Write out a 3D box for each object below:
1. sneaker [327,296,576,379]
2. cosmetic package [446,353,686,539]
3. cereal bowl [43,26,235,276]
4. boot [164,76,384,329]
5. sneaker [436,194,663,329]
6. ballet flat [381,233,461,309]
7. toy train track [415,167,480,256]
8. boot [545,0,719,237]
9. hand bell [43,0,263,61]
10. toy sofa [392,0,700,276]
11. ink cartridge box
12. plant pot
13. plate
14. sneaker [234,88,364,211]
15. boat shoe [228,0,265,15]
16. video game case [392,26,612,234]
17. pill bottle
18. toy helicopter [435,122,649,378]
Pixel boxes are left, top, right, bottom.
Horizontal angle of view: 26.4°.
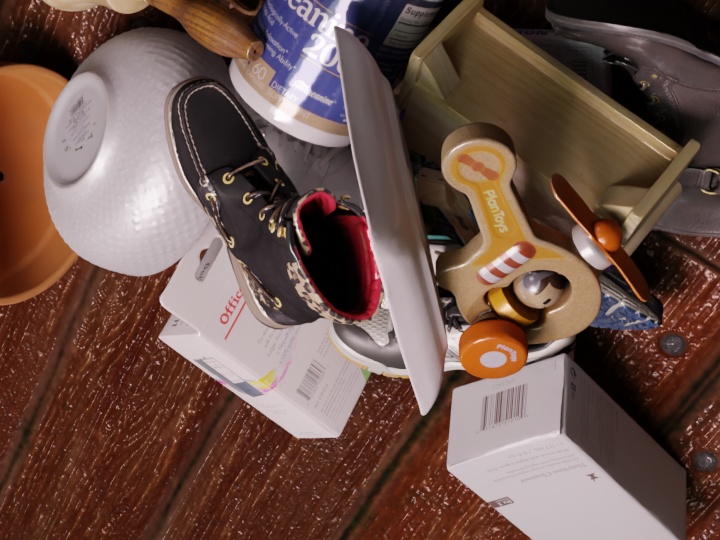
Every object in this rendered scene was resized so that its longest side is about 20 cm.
[{"bbox_3d":[0.076,0.041,1.228,0.200,0.076,0.088,7,146,-4],"label":"sneaker"},{"bbox_3d":[0.170,0.161,1.243,0.113,0.081,0.200,-22,132,33],"label":"cosmetic package"},{"bbox_3d":[-0.188,-0.098,1.197,0.083,0.200,0.200,13,142,-40],"label":"cereal bowl"},{"bbox_3d":[-0.060,-0.046,1.077,0.151,0.073,0.200,5,118,64],"label":"boot"},{"bbox_3d":[0.157,-0.025,1.139,0.200,0.085,0.077,34,162,-21],"label":"sneaker"},{"bbox_3d":[0.000,0.000,1.199,0.200,0.069,0.069,2,126,-8],"label":"ballet flat"},{"bbox_3d":[0.083,-0.005,1.102,0.115,0.033,0.200,15,158,33],"label":"toy train track"},{"bbox_3d":[0.211,-0.103,1.090,0.200,0.069,0.174,15,127,3],"label":"boot"},{"bbox_3d":[-0.143,-0.199,1.123,0.200,0.104,0.104,36,134,32],"label":"hand bell"},{"bbox_3d":[0.123,-0.092,1.061,0.200,0.083,0.098,37,152,11],"label":"toy sofa"},{"bbox_3d":[-0.081,0.038,1.251,0.200,0.117,0.067,40,155,-27],"label":"ink cartridge box"},{"bbox_3d":[-0.334,-0.082,1.292,0.140,0.200,0.200,14,128,35],"label":"plant pot"},{"bbox_3d":[0.025,-0.035,1.036,0.032,0.200,0.200,-13,143,4],"label":"plate"},{"bbox_3d":[-0.059,-0.104,1.207,0.200,0.074,0.116,8,126,29],"label":"sneaker"},{"bbox_3d":[-0.105,-0.277,1.120,0.076,0.074,0.200,-20,112,33],"label":"boat shoe"},{"bbox_3d":[0.105,-0.092,1.183,0.182,0.022,0.200,5,124,21],"label":"video game case"},{"bbox_3d":[-0.002,-0.197,1.094,0.111,0.111,0.200,33,116,1],"label":"pill bottle"},{"bbox_3d":[0.108,-0.021,0.995,0.132,0.079,0.200,-12,136,15],"label":"toy helicopter"}]
